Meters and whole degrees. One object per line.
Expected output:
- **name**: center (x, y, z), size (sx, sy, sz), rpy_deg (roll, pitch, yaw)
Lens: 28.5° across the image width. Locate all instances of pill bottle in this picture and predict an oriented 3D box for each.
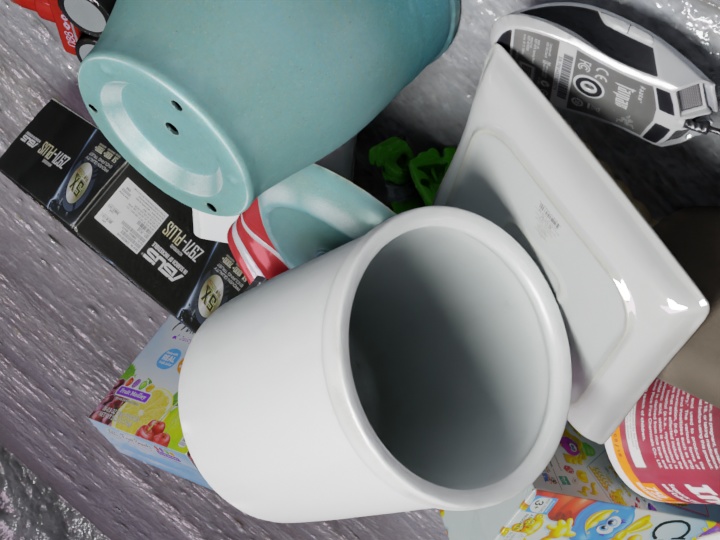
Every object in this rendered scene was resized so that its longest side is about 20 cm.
- **pill bottle**: center (0.263, 0.101, 0.950), size (0.113, 0.113, 0.200), rpy_deg (46, 155, -16)

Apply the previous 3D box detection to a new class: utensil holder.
- **utensil holder**: center (0.000, 0.068, 0.868), size (0.170, 0.170, 0.200), rpy_deg (46, 146, -17)

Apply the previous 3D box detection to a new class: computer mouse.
- **computer mouse**: center (0.169, -0.109, 0.808), size (0.199, 0.044, 0.110), rpy_deg (26, 158, 12)

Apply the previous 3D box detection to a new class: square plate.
- **square plate**: center (0.110, -0.006, 0.866), size (0.200, 0.028, 0.198), rpy_deg (54, 157, 19)

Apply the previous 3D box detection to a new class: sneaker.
- **sneaker**: center (-0.013, -0.004, 1.142), size (0.199, 0.072, 0.112), rpy_deg (31, 139, -17)

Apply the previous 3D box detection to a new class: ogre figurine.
- **ogre figurine**: center (0.085, -0.010, 1.028), size (0.199, 0.098, 0.120), rpy_deg (19, 140, 17)

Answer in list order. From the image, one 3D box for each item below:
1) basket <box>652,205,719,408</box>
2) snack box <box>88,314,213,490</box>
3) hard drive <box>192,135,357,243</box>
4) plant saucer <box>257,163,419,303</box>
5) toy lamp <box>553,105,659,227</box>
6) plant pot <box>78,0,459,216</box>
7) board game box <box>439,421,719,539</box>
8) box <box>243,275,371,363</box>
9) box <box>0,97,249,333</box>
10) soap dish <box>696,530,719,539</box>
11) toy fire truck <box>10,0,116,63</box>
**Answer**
- **basket**: center (0.253, 0.029, 0.800), size (0.200, 0.180, 0.137), rpy_deg (13, 129, 59)
- **snack box**: center (-0.151, 0.106, 1.424), size (0.168, 0.200, 0.068), rpy_deg (10, 144, 44)
- **hard drive**: center (-0.071, -0.080, 1.133), size (0.131, 0.026, 0.200), rpy_deg (10, 148, 2)
- **plant saucer**: center (0.000, 0.000, 0.996), size (0.200, 0.027, 0.200), rpy_deg (35, 161, 14)
- **toy lamp**: center (0.157, -0.049, 0.906), size (0.200, 0.058, 0.058), rpy_deg (44, 155, -12)
- **plant pot**: center (-0.070, -0.145, 0.895), size (0.199, 0.188, 0.201), rpy_deg (31, 154, 17)
- **board game box**: center (0.169, 0.174, 1.074), size (0.199, 0.105, 0.103), rpy_deg (14, 125, -27)
- **box**: center (-0.001, 0.095, 1.107), size (0.142, 0.036, 0.201), rpy_deg (20, 151, 39)
- **box**: center (-0.211, -0.046, 1.300), size (0.163, 0.086, 0.200), rpy_deg (33, 171, 45)
- **soap dish**: center (0.332, 0.188, 0.916), size (0.157, 0.199, 0.082), rpy_deg (137, 122, -64)
- **toy fire truck**: center (-0.238, -0.258, 1.042), size (0.199, 0.129, 0.176), rpy_deg (19, 151, 16)
